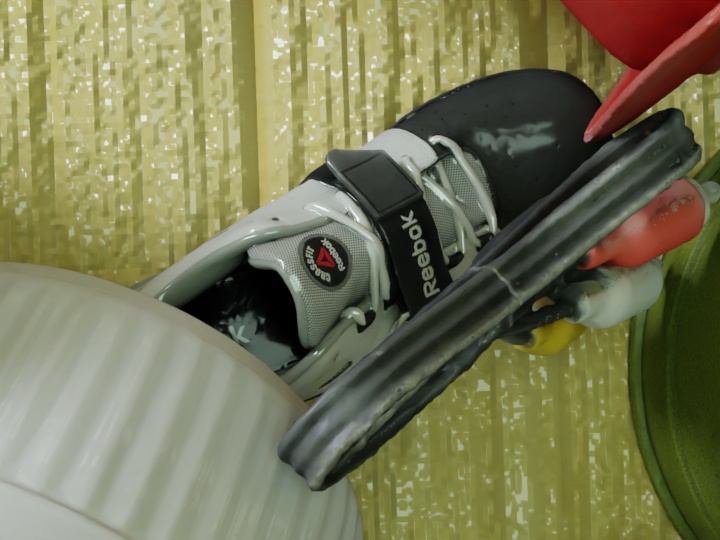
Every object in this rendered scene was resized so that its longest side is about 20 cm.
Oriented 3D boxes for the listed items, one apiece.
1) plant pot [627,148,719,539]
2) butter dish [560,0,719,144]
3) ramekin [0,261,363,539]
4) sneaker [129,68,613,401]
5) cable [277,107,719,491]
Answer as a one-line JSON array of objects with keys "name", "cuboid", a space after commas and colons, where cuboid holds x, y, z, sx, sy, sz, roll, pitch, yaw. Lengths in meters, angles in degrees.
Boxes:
[{"name": "plant pot", "cuboid": [0.196, 0.034, 0.812, 0.199, 0.193, 0.202, 0, 91, -4]}, {"name": "butter dish", "cuboid": [0.096, -0.163, 0.791, 0.148, 0.199, 0.200, 37, 78, -1]}, {"name": "ramekin", "cuboid": [-0.093, 0.088, 0.791, 0.199, 0.200, 0.105, 26, 55, -4]}, {"name": "sneaker", "cuboid": [0.000, 0.000, 0.850, 0.200, 0.089, 0.074, -33, 91, -5]}, {"name": "cable", "cuboid": [0.053, 0.011, 0.787, 0.050, 0.200, 0.097, 48, 124, 2]}]
